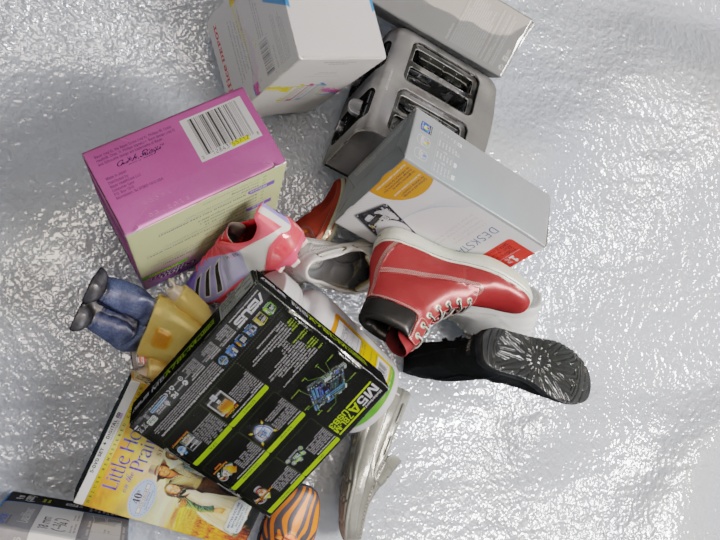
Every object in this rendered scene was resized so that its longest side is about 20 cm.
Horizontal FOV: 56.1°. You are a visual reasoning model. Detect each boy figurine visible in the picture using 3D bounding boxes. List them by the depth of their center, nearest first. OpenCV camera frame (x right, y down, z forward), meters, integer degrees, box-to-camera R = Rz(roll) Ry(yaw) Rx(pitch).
[{"bbox_3d":[-0.212,0.076,0.744,0.199,0.064,0.125,29,94,-17],"label":"boy figurine"}]

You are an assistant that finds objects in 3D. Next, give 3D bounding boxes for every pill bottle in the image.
[{"bbox_3d":[-0.053,0.094,0.797,0.200,0.111,0.111,46,72,-30],"label":"pill bottle"}]

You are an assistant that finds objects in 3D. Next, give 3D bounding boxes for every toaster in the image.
[{"bbox_3d":[0.071,-0.182,0.873,0.199,0.119,0.182,26,62,-14],"label":"toaster"}]

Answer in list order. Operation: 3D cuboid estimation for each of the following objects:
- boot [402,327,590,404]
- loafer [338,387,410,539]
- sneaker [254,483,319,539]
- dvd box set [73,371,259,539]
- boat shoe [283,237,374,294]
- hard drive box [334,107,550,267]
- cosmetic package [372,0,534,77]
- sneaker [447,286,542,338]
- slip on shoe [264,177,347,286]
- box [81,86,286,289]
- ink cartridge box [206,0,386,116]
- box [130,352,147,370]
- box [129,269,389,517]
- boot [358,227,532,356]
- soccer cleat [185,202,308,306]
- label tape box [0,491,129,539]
[{"bbox_3d":[0.163,0.125,0.851,0.164,0.200,0.066,26,67,-16],"label":"boot"},{"bbox_3d":[0.018,0.242,0.858,0.069,0.070,0.202,15,79,-8],"label":"loafer"},{"bbox_3d":[-0.093,0.355,0.787,0.077,0.112,0.201,28,77,-14],"label":"sneaker"},{"bbox_3d":[-0.191,0.214,0.750,0.199,0.029,0.147,27,90,-22],"label":"dvd box set"},{"bbox_3d":[0.000,0.000,0.827,0.198,0.069,0.072,-2,110,-36],"label":"boat shoe"},{"bbox_3d":[0.096,-0.072,0.793,0.199,0.156,0.077,27,55,-19],"label":"hard drive box"},{"bbox_3d":[0.108,-0.332,0.872,0.199,0.107,0.091,29,103,-12],"label":"cosmetic package"},{"bbox_3d":[0.136,0.066,0.912,0.198,0.116,0.074,11,42,15],"label":"sneaker"},{"bbox_3d":[-0.074,-0.039,0.857,0.061,0.074,0.201,35,80,-8],"label":"slip on shoe"},{"bbox_3d":[-0.188,-0.082,0.746,0.175,0.200,0.097,-28,81,-18],"label":"box"},{"bbox_3d":[-0.088,-0.275,0.817,0.124,0.199,0.130,-14,89,-36],"label":"ink cartridge box"},{"bbox_3d":[-0.186,0.160,0.809,0.157,0.048,0.202,-6,87,-18],"label":"box"},{"bbox_3d":[-0.103,0.134,0.710,0.193,0.048,0.200,40,95,-24],"label":"box"},{"bbox_3d":[0.098,0.047,0.766,0.198,0.073,0.145,17,55,-7],"label":"boot"},{"bbox_3d":[-0.146,-0.017,0.771,0.076,0.199,0.067,45,44,-27],"label":"soccer cleat"},{"bbox_3d":[-0.345,0.278,0.694,0.198,0.144,0.064,16,80,-16],"label":"label tape box"}]
